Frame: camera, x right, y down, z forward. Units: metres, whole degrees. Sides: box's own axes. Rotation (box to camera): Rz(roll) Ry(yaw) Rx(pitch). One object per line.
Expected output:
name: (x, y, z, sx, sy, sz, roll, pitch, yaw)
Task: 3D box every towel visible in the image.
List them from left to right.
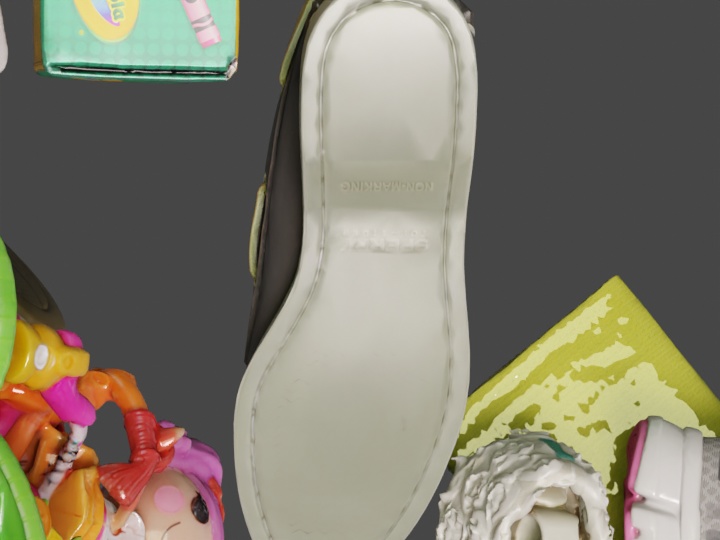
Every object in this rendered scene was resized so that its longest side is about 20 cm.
towel: (0.114, 0.105, 0.858, 0.086, 0.018, 0.200, -38, 84, -4)

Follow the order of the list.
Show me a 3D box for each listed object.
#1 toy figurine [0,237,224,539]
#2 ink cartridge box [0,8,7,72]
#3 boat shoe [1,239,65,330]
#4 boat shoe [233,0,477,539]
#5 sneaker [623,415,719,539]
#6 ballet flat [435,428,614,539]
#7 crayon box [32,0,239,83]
toy figurine: (-0.090, 0.091, 0.781, 0.149, 0.184, 0.202, 4, 81, 34)
ink cartridge box: (-0.170, -0.152, 0.767, 0.116, 0.068, 0.202, -9, 75, -8)
boat shoe: (-0.185, -0.021, 0.807, 0.200, 0.072, 0.066, 35, 94, -3)
boat shoe: (0.000, 0.000, 0.832, 0.071, 0.061, 0.203, 6, 111, -7)
sneaker: (0.127, 0.142, 0.806, 0.087, 0.074, 0.202, -4, 78, 7)
ballet flat: (0.045, 0.148, 0.807, 0.071, 0.072, 0.202, 5, 84, -8)
crayon box: (-0.068, -0.157, 0.786, 0.058, 0.119, 0.202, 1, 94, -8)
